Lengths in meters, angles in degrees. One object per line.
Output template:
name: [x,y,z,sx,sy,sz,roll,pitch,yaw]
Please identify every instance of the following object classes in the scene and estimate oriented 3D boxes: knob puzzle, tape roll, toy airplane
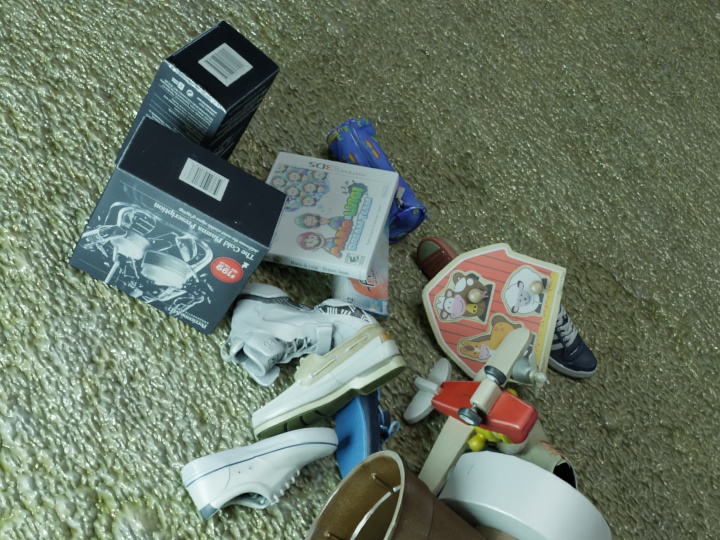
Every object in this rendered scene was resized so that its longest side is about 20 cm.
knob puzzle: [0.183,0.056,1.586,0.217,0.030,0.223,1,84,-7]
tape roll: [0.183,0.297,1.292,0.202,0.203,0.071,37,61,-3]
toy airplane: [0.151,0.185,1.431,0.141,0.200,0.200,40,27,-19]

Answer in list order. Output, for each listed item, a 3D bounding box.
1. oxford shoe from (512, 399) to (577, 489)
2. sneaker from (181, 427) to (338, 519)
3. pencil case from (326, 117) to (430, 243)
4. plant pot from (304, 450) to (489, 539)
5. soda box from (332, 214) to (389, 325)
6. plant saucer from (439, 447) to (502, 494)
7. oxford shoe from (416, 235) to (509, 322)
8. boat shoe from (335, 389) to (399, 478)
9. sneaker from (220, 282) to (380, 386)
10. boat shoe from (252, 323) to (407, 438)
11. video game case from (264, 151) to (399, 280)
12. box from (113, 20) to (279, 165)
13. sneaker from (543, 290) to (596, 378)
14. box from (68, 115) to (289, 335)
oxford shoe: [0.243,0.248,1.458,0.070,0.074,0.202,4,52,-34]
sneaker: [-0.107,0.233,1.280,0.198,0.073,0.071,-12,71,-32]
pencil case: [0.023,-0.139,1.679,0.077,0.087,0.201,-24,67,-15]
plant pot: [0.060,0.335,1.224,0.197,0.200,0.201,35,41,-16]
soda box: [0.000,0.000,1.549,0.063,0.069,0.201,14,46,-14]
plant saucer: [0.195,0.311,1.450,0.198,0.036,0.202,20,46,-21]
oxford shoe: [0.170,0.023,1.659,0.201,0.070,0.075,54,36,12]
boat shoe: [0.012,0.183,1.394,0.068,0.084,0.202,19,47,-26]
sneaker: [-0.075,0.091,1.394,0.198,0.076,0.116,15,48,4]
boat shoe: [-0.046,0.134,1.346,0.198,0.075,0.069,-26,71,-6]
video game case: [-0.055,-0.079,1.547,0.180,0.024,0.201,11,48,9]
box: [-0.215,-0.202,1.470,0.104,0.200,0.148,39,40,0]
sneaker: [0.294,0.073,1.674,0.199,0.109,0.070,38,42,-2]
box: [-0.219,-0.049,1.349,0.199,0.182,0.105,28,43,-12]
